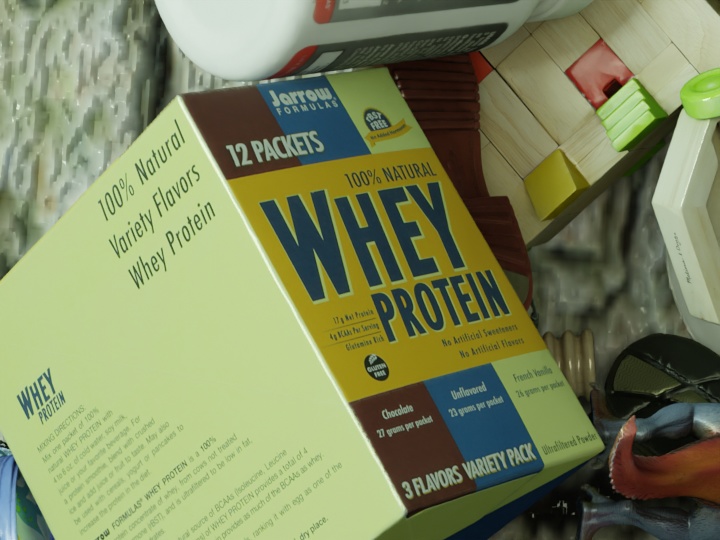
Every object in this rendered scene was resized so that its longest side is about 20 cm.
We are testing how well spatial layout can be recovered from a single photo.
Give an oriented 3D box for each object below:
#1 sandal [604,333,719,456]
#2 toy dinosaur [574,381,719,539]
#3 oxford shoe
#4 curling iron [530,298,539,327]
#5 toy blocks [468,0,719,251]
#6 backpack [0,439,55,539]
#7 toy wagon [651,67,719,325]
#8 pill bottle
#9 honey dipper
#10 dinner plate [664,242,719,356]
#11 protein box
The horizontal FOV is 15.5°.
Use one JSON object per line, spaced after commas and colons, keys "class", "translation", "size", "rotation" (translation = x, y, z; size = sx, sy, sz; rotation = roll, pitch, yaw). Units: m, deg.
{"class": "sandal", "translation": [0.203, 0.111, 1.311], "size": [0.080, 0.057, 0.201], "rotation": [-37, 69, -10]}
{"class": "toy dinosaur", "translation": [0.190, 0.109, 1.205], "size": [0.181, 0.200, 0.105], "rotation": [5, 95, -1]}
{"class": "oxford shoe", "translation": [0.017, -0.058, 1.261], "size": [0.075, 0.070, 0.200], "rotation": [-28, 68, 39]}
{"class": "curling iron", "translation": [0.000, 0.000, 1.318], "size": [0.200, 0.050, 0.026], "rotation": [18, 49, 21]}
{"class": "toy blocks", "translation": [0.096, -0.111, 1.300], "size": [0.200, 0.100, 0.137], "rotation": [-42, 80, 19]}
{"class": "backpack", "translation": [-0.165, 0.169, 1.250], "size": [0.147, 0.200, 0.183], "rotation": [-10, 87, 2]}
{"class": "toy wagon", "translation": [0.230, -0.050, 1.269], "size": [0.200, 0.040, 0.155], "rotation": [-32, 115, -24]}
{"class": "pill bottle", "translation": [0.014, -0.150, 1.180], "size": [0.200, 0.116, 0.116], "rotation": [-10, 86, -39]}
{"class": "honey dipper", "translation": [0.019, 0.055, 1.330], "size": [0.200, 0.038, 0.038], "rotation": [-5, 88, 5]}
{"class": "dinner plate", "translation": [0.253, -0.017, 1.327], "size": [0.200, 0.024, 0.200], "rotation": [0, 89, 3]}
{"class": "protein box", "translation": [-0.041, 0.052, 1.161], "size": [0.199, 0.135, 0.200], "rotation": [-42, 70, 39]}
